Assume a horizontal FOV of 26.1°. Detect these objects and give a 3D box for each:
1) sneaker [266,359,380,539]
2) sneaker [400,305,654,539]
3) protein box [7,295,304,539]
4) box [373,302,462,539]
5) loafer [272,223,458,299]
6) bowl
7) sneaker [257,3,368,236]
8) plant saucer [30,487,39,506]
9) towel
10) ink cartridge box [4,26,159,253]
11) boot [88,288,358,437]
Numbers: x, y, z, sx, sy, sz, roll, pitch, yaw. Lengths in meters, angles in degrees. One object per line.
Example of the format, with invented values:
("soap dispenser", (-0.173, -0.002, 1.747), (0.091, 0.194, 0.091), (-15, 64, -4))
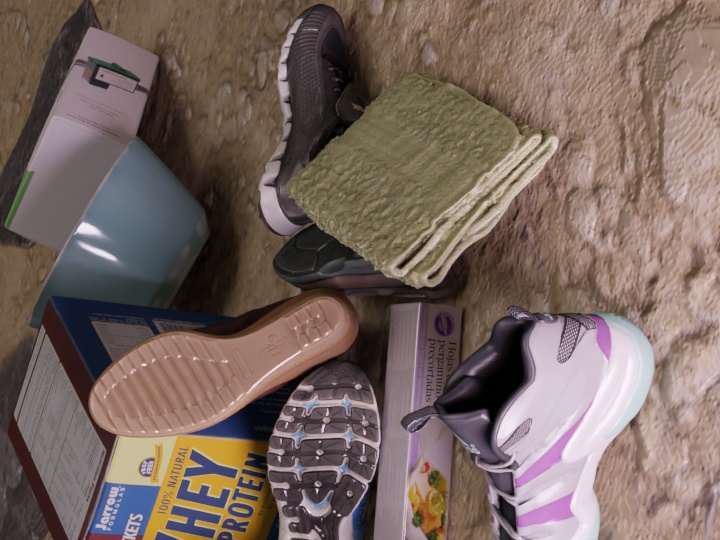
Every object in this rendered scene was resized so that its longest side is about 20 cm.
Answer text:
("sneaker", (-0.028, 0.156, 1.138), (0.090, 0.078, 0.200), (-72, -9, -73))
("sneaker", (0.081, 0.111, 0.925), (0.078, 0.140, 0.200), (31, 108, 57))
("protein box", (-0.148, 0.135, 1.236), (0.200, 0.198, 0.135), (49, 124, 51))
("box", (0.039, 0.123, 1.088), (0.041, 0.039, 0.201), (-9, 74, 57))
("loafer", (0.000, 0.000, 1.165), (0.072, 0.063, 0.200), (-48, 20, -22))
("bowl", (-0.209, -0.012, 1.427), (0.201, 0.105, 0.201), (-60, 6, 10))
("sneaker", (-0.023, -0.125, 1.237), (0.090, 0.066, 0.200), (-9, 62, 38))
("plant saucer", (-0.219, 0.154, 1.450), (0.200, 0.050, 0.201), (-18, 53, 25))
("towel", (0.038, -0.066, 1.085), (0.148, 0.037, 0.200), (-44, 35, -8))
("ink cartridge box", (-0.278, -0.132, 1.566), (0.146, 0.084, 0.200), (-59, 16, 30))
("boot", (-0.095, 0.073, 1.143), (0.166, 0.200, 0.072), (108, 140, -82))
